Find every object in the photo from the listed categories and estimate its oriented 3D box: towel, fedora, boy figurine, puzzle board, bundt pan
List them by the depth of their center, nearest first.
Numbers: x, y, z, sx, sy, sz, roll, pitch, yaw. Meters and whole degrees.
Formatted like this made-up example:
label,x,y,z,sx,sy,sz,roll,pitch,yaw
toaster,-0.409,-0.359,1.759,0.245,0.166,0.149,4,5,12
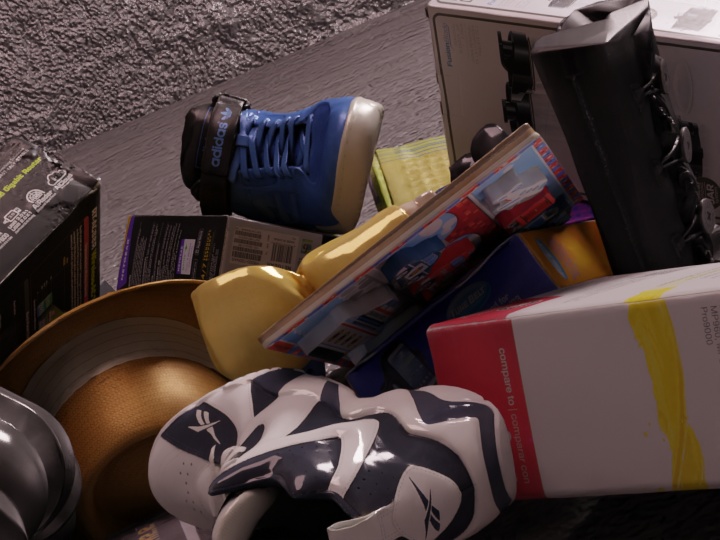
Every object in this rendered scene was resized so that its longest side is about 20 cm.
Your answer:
label,x,y,z,sx,sy,sz,roll,pitch,yaw
bundt pan,-0.188,0.147,0.923,0.075,0.203,0.202,17,21,6
puzzle board,0.038,-0.002,0.945,0.151,0.017,0.200,-39,-12,6
boy figurine,0.000,0.000,1.031,0.200,0.065,0.124,-28,-12,-24
fedora,-0.111,0.097,1.049,0.200,0.201,0.082,-26,50,-11
towel,0.103,-0.050,1.163,0.199,0.023,0.144,-13,32,-3

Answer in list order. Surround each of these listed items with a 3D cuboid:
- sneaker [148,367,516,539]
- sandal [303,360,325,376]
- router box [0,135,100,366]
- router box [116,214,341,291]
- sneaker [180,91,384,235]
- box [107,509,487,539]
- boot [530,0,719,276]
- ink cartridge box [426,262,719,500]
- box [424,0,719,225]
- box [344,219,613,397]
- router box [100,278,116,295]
label,x,y,z,sx,sy,sz,roll,pitch,yaw
sneaker,-0.046,0.100,0.831,0.199,0.080,0.129,3,18,39
sandal,-0.107,0.101,1.176,0.200,0.080,0.087,-32,17,0
router box,-0.207,0.048,1.075,0.062,0.200,0.150,28,51,16
router box,-0.029,0.007,1.216,0.199,0.052,0.157,10,-3,-27
sneaker,-0.053,-0.067,1.182,0.111,0.077,0.200,15,-8,-7
box,-0.032,0.140,0.932,0.158,0.048,0.200,-25,13,-8
boot,0.150,-0.044,1.006,0.065,0.201,0.165,-19,14,17
ink cartridge box,0.153,0.041,0.837,0.200,0.084,0.145,-9,1,40
box,0.141,-0.099,1.099,0.199,0.117,0.060,11,38,32
box,0.073,0.026,1.021,0.119,0.042,0.200,-41,-10,21
router box,-0.239,0.100,1.319,0.149,0.051,0.200,-42,5,28
